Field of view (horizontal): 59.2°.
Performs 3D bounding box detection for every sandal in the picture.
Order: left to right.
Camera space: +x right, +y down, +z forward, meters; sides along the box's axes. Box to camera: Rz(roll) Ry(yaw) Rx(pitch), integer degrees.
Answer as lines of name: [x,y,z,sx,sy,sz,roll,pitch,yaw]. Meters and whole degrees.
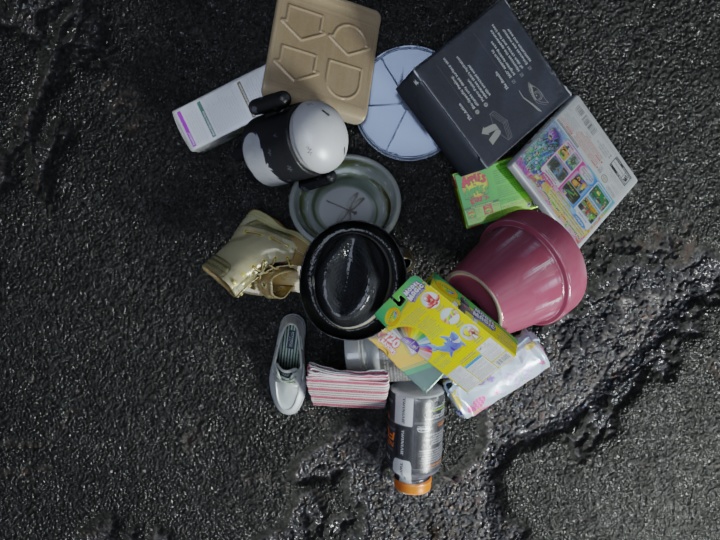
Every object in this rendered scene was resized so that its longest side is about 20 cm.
sandal: [-0.148,0.018,1.177,0.211,0.070,0.078,5,99,2]

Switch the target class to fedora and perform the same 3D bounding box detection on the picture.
fedora: [-0.015,0.013,1.021,0.200,0.092,0.202,0,85,4]

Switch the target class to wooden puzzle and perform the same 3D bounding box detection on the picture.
wooden puzzle: [-0.067,-0.366,1.087,0.185,0.046,0.201,11,86,-19]

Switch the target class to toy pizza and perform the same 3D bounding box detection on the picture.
toy pizza: [0.087,-0.298,1.137,0.199,0.032,0.201,0,98,2]

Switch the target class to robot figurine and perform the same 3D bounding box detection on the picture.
robot figurine: [-0.115,-0.211,1.061,0.199,0.150,0.125,-8,78,34]

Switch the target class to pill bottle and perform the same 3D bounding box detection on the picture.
pill bottle: [0.073,0.147,1.166,0.199,0.114,0.114,-4,99,3]
pill bottle: [0.102,0.315,1.195,0.106,0.106,0.201,2,99,2]

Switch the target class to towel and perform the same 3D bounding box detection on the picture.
towel: [-0.022,0.214,1.158,0.146,0.200,0.030,4,64,2]

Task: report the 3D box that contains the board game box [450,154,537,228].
board game box: [0.272,-0.153,1.143,0.199,0.048,0.102,-16,97,4]

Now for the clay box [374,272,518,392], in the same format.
clay box: [0.132,0.090,0.991,0.200,0.048,0.115,40,124,-5]

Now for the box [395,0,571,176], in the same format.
box: [0.202,-0.299,1.061,0.200,0.117,0.197,-40,99,-9]

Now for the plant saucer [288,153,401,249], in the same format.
plant saucer: [-0.027,-0.114,1.137,0.199,0.050,0.201,0,65,0]

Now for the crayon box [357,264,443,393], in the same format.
crayon box: [0.078,0.096,1.084,0.200,0.058,0.119,43,89,6]

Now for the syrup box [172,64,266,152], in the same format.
syrup box: [-0.222,-0.287,1.127,0.199,0.079,0.082,-24,97,6]

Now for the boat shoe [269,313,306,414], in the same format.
boat shoe: [-0.141,0.184,1.204,0.073,0.067,0.201,1,99,3]

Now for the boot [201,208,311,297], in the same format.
boot: [-0.164,-0.008,1.119,0.200,0.073,0.156,31,65,18]

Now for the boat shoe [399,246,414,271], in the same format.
boat shoe: [0.000,0.000,1.152,0.199,0.068,0.075,-19,99,-6]

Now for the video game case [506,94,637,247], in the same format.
video game case: [0.372,-0.169,1.103,0.182,0.024,0.200,-46,106,-12]

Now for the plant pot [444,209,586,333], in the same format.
plant pot: [0.245,0.021,1.064,0.179,0.200,0.201,-28,98,-31]

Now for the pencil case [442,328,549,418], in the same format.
pencil case: [0.250,0.190,1.180,0.200,0.083,0.091,-33,117,6]
